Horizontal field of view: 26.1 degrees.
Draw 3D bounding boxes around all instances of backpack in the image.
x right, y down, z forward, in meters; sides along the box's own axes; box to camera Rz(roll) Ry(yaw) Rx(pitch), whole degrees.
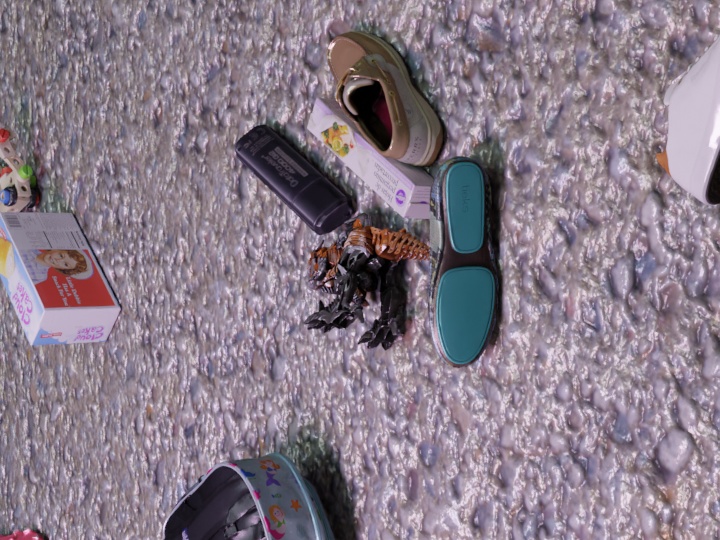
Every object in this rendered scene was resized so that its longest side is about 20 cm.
[{"bbox_3d":[-0.114,0.297,1.696,0.200,0.149,0.179,-54,52,47],"label":"backpack"}]

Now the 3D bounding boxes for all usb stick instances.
[{"bbox_3d":[-0.076,-0.103,1.734,0.055,0.033,0.200,-39,46,-8],"label":"usb stick"}]

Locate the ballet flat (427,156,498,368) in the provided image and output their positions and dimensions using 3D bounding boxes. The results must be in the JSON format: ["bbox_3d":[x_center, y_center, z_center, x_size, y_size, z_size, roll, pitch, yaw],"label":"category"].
[{"bbox_3d":[0.096,-0.009,1.504,0.074,0.074,0.202,6,93,52],"label":"ballet flat"}]

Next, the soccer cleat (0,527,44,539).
[{"bbox_3d":[-0.517,0.429,2.313,0.199,0.067,0.077,-9,114,47],"label":"soccer cleat"}]

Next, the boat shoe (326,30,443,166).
[{"bbox_3d":[0.012,-0.184,1.601,0.200,0.066,0.074,52,129,39],"label":"boat shoe"}]

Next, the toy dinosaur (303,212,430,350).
[{"bbox_3d":[0.000,0.000,1.603,0.200,0.101,0.137,135,145,-69],"label":"toy dinosaur"}]

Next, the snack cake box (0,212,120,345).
[{"bbox_3d":[-0.423,0.008,2.136,0.201,0.114,0.067,57,132,36],"label":"snack cake box"}]

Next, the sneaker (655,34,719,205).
[{"bbox_3d":[0.284,-0.159,1.236,0.085,0.072,0.202,41,122,42],"label":"sneaker"}]

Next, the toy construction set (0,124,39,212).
[{"bbox_3d":[-0.540,-0.140,2.321,0.200,0.091,0.132,-46,54,56],"label":"toy construction set"}]

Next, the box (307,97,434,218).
[{"bbox_3d":[0.012,-0.119,1.623,0.200,0.041,0.039,44,124,42],"label":"box"}]
